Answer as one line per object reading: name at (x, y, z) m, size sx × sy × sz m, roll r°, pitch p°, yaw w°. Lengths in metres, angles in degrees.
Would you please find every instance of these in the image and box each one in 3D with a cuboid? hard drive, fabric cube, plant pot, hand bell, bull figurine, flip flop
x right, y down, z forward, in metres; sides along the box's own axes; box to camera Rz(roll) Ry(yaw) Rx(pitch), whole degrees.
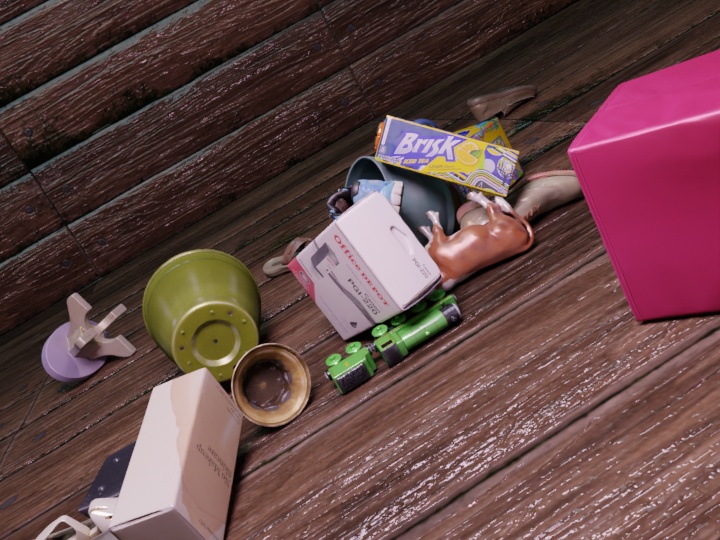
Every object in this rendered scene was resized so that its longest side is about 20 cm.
hard drive at (-0.257, 0.250, 0.928) m, size 0.199 × 0.042 × 0.135 m, roll -26°, pitch 17°, yaw 6°
fabric cube at (0.350, -0.094, 0.672) m, size 0.199 × 0.197 × 0.200 m, roll -14°, pitch 22°, yaw 42°
plant pot at (-0.241, 0.085, 1.126) m, size 0.200 × 0.201 × 0.193 m, roll -32°, pitch 22°, yaw -8°
hand bell at (-0.149, 0.160, 0.983) m, size 0.104 × 0.104 × 0.200 m, roll -37°, pitch 6°, yaw -24°
plant pot at (0.070, -0.088, 1.161) m, size 0.134 × 0.201 × 0.200 m, roll -6°, pitch 8°, yaw -22°
bull figurine at (0.144, -0.036, 1.018) m, size 0.199 × 0.122 × 0.065 m, roll -21°, pitch -26°, yaw 1°
flip flop at (-0.141, -0.040, 1.538) m, size 0.199 × 0.058 × 0.081 m, roll -17°, pitch 21°, yaw 36°

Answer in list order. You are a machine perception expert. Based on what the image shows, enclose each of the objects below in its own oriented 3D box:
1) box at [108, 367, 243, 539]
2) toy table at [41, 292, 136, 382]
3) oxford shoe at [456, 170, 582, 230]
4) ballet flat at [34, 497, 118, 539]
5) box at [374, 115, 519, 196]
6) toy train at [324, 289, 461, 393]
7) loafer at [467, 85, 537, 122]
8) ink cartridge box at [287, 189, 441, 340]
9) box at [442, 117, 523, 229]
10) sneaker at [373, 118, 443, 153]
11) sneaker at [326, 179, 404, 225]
box at (-0.193, 0.214, 0.775) m, size 0.077 × 0.095 × 0.200 m, roll -22°, pitch 33°, yaw 12°
toy table at (-0.603, 0.151, 1.578) m, size 0.117 × 0.184 × 0.200 m, roll -41°, pitch 21°, yaw 22°
oxford shoe at (0.247, -0.088, 1.075) m, size 0.199 × 0.071 × 0.074 m, roll -22°, pitch 44°, yaw 19°
ballet flat at (-0.315, 0.305, 0.829) m, size 0.199 × 0.064 × 0.067 m, roll -29°, pitch 17°, yaw -1°
box at (0.127, -0.168, 1.042) m, size 0.199 × 0.070 × 0.064 m, roll 17°, pitch 9°, yaw 7°
toy train at (0.044, 0.090, 0.909) m, size 0.200 × 0.042 × 0.056 m, roll -31°, pitch 27°, yaw -6°
loafer at (0.369, -0.435, 1.839) m, size 0.199 × 0.068 × 0.076 m, roll -17°, pitch 18°, yaw -14°
ink cartridge box at (0.000, 0.000, 0.964) m, size 0.085 × 0.146 × 0.200 m, roll -39°, pitch 2°, yaw -30°
box at (0.157, -0.165, 1.311) m, size 0.200 × 0.122 × 0.193 m, roll -10°, pitch 27°, yaw 48°
sneaker at (0.098, -0.205, 1.175) m, size 0.078 × 0.076 × 0.200 m, roll 29°, pitch 26°, yaw 24°
sneaker at (-0.010, -0.093, 1.040) m, size 0.200 × 0.090 × 0.079 m, roll 143°, pitch 138°, yaw -64°
